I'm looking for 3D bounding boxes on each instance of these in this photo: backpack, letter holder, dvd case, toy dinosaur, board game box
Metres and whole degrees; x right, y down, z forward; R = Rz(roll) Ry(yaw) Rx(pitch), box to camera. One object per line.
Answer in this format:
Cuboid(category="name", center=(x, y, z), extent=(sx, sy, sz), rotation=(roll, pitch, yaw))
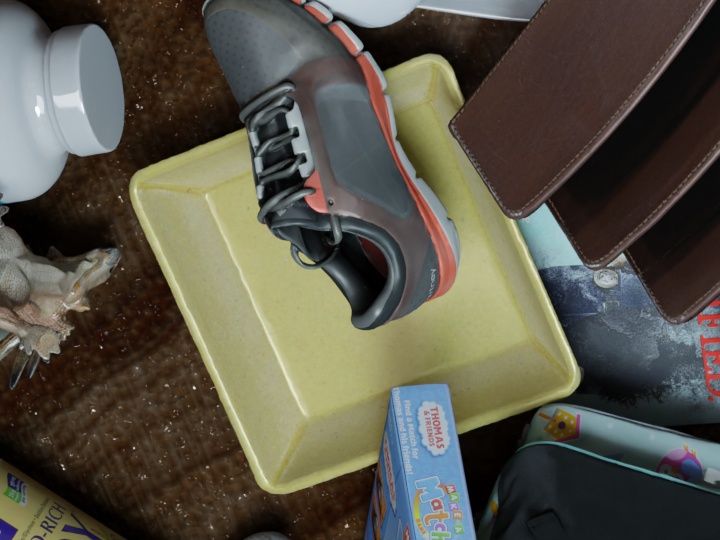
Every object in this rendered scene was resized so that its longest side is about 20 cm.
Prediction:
Cuboid(category="backpack", center=(0.142, 0.176, 1.360), extent=(0.175, 0.154, 0.201), rotation=(12, 141, 1))
Cuboid(category="letter holder", center=(0.162, -0.088, 1.237), extent=(0.100, 0.142, 0.200), rotation=(14, 125, -41))
Cuboid(category="dvd case", center=(0.189, 0.016, 1.361), extent=(0.199, 0.022, 0.147), rotation=(-4, 113, 13))
Cuboid(category="toy dinosaur", center=(-0.227, 0.009, 1.348), extent=(0.199, 0.136, 0.086), rotation=(9, 76, -12))
Cuboid(category="board game box", center=(0.033, 0.176, 1.347), extent=(0.036, 0.152, 0.200), rotation=(-5, 150, -7))

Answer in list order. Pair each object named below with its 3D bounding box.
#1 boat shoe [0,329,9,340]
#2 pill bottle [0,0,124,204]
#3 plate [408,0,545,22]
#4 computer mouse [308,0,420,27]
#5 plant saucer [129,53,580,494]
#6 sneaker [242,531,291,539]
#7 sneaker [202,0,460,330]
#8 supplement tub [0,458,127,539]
Cuboid(category="boat shoe", center=(-0.299, 0.001, 1.432), extent=(0.200, 0.072, 0.061), rotation=(3, 115, 2))
Cuboid(category="pill bottle", center=(-0.233, -0.087, 1.355), extent=(0.199, 0.111, 0.111), rotation=(-6, 112, 15))
Cuboid(category="plate", center=(0.011, -0.236, 1.281), extent=(0.198, 0.032, 0.201), rotation=(7, 115, 10))
Cuboid(category="computer mouse", center=(-0.046, -0.199, 1.268), extent=(0.200, 0.044, 0.110), rotation=(40, 115, -7))
Cuboid(category="plant saucer", center=(0.000, 0.000, 1.370), extent=(0.199, 0.048, 0.201), rotation=(-20, 101, 19))
Cuboid(category="sneaker", center=(-0.062, 0.242, 1.495), extent=(0.105, 0.076, 0.200), rotation=(26, 124, -14))
Cuboid(category="sneaker", center=(-0.024, -0.058, 1.278), extent=(0.077, 0.082, 0.200), rotation=(-30, 98, 46))
Cuboid(category="supplement tub", center=(-0.213, 0.194, 1.456), extent=(0.199, 0.146, 0.146), rotation=(33, 116, -4))
